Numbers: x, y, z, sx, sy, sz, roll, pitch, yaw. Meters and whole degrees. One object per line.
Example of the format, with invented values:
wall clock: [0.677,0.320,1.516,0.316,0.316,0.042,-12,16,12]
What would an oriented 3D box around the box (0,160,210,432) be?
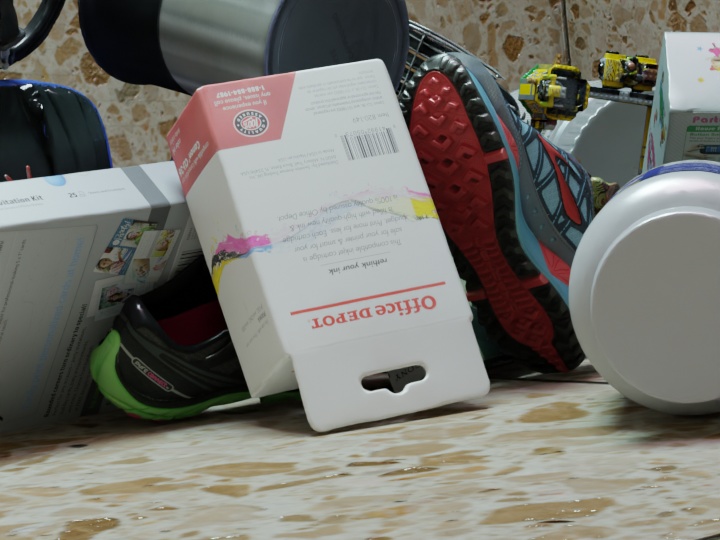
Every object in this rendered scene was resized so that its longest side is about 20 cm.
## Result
box: [-0.176,0.019,1.494,0.200,0.156,0.041,-11,45,-40]

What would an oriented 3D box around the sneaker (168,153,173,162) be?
sneaker: [-0.108,-0.011,1.750,0.076,0.200,0.081,40,10,34]

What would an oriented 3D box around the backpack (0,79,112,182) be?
backpack: [-0.242,-0.016,1.680,0.162,0.201,0.168,-9,5,-34]

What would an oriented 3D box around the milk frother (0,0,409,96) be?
milk frother: [-0.112,-0.151,1.635,0.188,0.181,0.200,19,54,45]

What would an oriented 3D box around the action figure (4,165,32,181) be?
action figure: [-0.126,-0.032,1.583,0.200,0.099,0.065,-27,43,-5]

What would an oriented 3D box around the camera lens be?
camera lens: [0.170,-0.060,1.999,0.159,0.161,0.200,-7,4,-21]

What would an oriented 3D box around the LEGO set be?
LEGO set: [0.170,-0.046,1.752,0.153,0.201,0.116,14,0,-16]

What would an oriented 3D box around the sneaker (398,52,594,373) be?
sneaker: [0.084,-0.044,1.537,0.079,0.200,0.096,-6,30,36]

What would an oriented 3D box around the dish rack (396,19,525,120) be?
dish rack: [0.026,-0.064,1.765,0.153,0.201,0.055,31,26,19]

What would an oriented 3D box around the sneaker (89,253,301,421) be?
sneaker: [-0.056,0.028,1.523,0.200,0.084,0.077,-18,53,-35]

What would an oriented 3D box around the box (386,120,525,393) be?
box: [0.061,-0.012,1.599,0.036,0.145,0.200,-34,-13,38]

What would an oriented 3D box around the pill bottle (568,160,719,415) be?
pill bottle: [0.164,0.008,1.340,0.119,0.120,0.200,-5,4,8]

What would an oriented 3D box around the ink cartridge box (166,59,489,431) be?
ink cartridge box: [-0.017,-0.005,1.462,0.116,0.201,0.068,-10,-19,-25]

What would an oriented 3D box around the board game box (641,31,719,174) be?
board game box: [0.244,-0.053,1.609,0.147,0.064,0.200,1,-35,0]
